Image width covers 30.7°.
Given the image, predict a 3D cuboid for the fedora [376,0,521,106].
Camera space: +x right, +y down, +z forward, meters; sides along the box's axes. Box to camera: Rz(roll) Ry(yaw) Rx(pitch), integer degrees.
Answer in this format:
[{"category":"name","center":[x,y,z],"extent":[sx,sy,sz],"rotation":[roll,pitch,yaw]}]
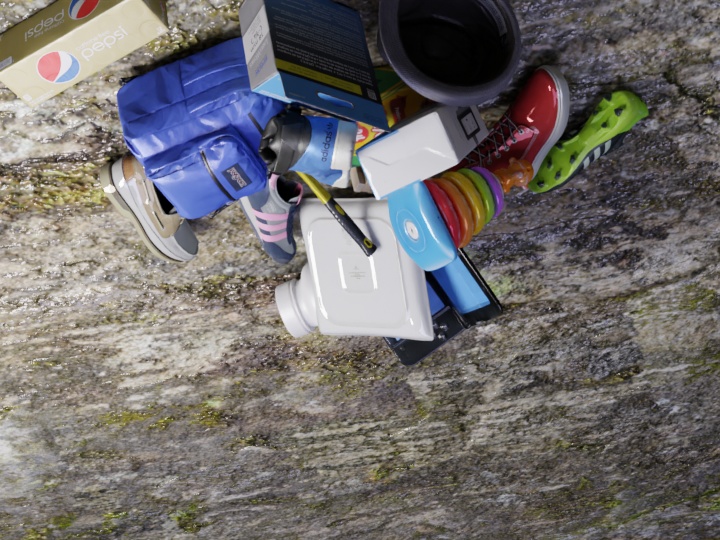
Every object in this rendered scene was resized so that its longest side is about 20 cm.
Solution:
[{"category":"fedora","center":[0.090,-0.273,1.547],"extent":[0.198,0.179,0.090],"rotation":[-1,172,-26]}]

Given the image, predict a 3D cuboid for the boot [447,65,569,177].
[{"category":"boot","center":[0.186,-0.174,1.712],"extent":[0.143,0.073,0.201],"rotation":[-17,147,-30]}]

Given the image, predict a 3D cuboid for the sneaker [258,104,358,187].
[{"category":"sneaker","center":[-0.062,-0.145,1.533],"extent":[0.110,0.078,0.200],"rotation":[10,180,-1]}]

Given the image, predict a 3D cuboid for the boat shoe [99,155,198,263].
[{"category":"boat shoe","center":[-0.263,-0.078,1.737],"extent":[0.068,0.075,0.200],"rotation":[-18,142,17]}]

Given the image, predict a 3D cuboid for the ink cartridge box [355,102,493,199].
[{"category":"ink cartridge box","center":[0.083,-0.160,1.596],"extent":[0.115,0.200,0.068],"rotation":[-23,98,23]}]

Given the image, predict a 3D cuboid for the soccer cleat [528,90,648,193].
[{"category":"soccer cleat","center":[0.313,-0.169,1.803],"extent":[0.080,0.068,0.200],"rotation":[9,140,-45]}]

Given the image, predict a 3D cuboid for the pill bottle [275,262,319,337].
[{"category":"pill bottle","center":[-0.019,0.024,1.912],"extent":[0.198,0.112,0.111],"rotation":[-22,143,12]}]

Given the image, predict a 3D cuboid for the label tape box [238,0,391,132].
[{"category":"label tape box","center":[-0.056,-0.229,1.496],"extent":[0.143,0.202,0.063],"rotation":[14,136,-31]}]

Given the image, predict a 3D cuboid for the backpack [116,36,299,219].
[{"category":"backpack","center":[-0.165,-0.168,1.577],"extent":[0.198,0.169,0.163],"rotation":[-24,149,9]}]

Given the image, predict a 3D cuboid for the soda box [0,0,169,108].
[{"category":"soda box","center":[-0.316,-0.268,1.484],"extent":[0.198,0.065,0.068],"rotation":[-25,142,17]}]

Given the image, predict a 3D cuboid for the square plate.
[{"category":"square plate","center":[0.000,0.000,1.785],"extent":[0.198,0.201,0.028],"rotation":[1,-162,36]}]

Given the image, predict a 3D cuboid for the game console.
[{"category":"game console","center":[0.071,0.016,1.780],"extent":[0.175,0.201,0.116],"rotation":[-35,-178,10]}]

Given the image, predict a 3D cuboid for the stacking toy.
[{"category":"stacking toy","center":[0.142,-0.093,1.674],"extent":[0.199,0.117,0.110],"rotation":[-29,-177,-23]}]

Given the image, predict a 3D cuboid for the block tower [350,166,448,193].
[{"category":"block tower","center":[0.084,-0.129,1.793],"extent":[0.198,0.054,0.058],"rotation":[8,138,-26]}]

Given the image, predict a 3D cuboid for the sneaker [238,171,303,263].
[{"category":"sneaker","center":[-0.108,-0.080,1.783],"extent":[0.081,0.071,0.201],"rotation":[-14,145,9]}]

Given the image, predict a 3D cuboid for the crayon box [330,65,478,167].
[{"category":"crayon box","center":[0.059,-0.207,1.685],"extent":[0.197,0.051,0.128],"rotation":[-13,143,-1]}]

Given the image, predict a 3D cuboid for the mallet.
[{"category":"mallet","center":[-0.043,-0.104,1.715],"extent":[0.200,0.066,0.041],"rotation":[43,145,-18]}]
